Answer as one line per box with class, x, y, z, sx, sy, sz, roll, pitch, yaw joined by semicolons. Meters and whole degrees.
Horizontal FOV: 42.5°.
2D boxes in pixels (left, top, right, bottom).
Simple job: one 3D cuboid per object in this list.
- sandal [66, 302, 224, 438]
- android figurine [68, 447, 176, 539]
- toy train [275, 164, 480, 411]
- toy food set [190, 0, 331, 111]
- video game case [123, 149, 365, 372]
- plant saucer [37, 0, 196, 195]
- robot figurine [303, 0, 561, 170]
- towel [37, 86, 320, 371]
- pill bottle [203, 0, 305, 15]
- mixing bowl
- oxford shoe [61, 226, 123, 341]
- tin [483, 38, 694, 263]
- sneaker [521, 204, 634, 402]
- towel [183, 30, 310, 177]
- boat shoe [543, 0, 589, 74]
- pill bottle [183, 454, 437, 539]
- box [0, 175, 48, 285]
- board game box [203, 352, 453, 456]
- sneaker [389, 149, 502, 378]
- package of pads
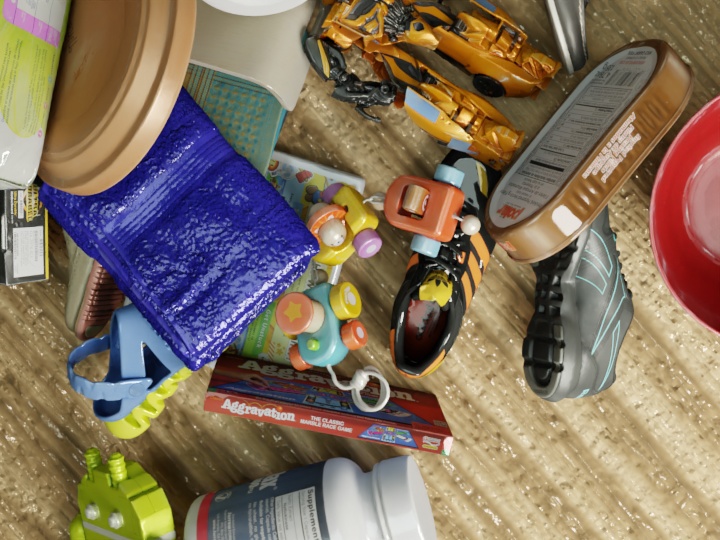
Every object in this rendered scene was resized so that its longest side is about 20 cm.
sandal;-0.171;0.053;0.771;0.201;0.080;0.087;-50;133;7
android figurine;-0.203;0.254;0.815;0.180;0.041;0.204;0;103;48
toy train;0.000;0.000;0.728;0.149;0.055;0.203;24;94;38
toy food set;-0.126;-0.224;0.761;0.197;0.061;0.146;17;74;8
video game case;-0.107;-0.011;0.819;0.179;0.023;0.204;18;99;5
plant saucer;-0.193;-0.157;0.671;0.198;0.032;0.204;-13;70;39
robot figurine;0.054;-0.177;0.738;0.198;0.058;0.147;31;75;-7
towel;-0.144;-0.041;0.719;0.148;0.050;0.200;-44;84;3
pill bottle;-0.085;-0.306;0.697;0.109;0.111;0.204;-11;71;8
mixing bowl;0.315;-0.048;0.717;0.196;0.108;0.204;1;99;7
oxford shoe;-0.234;-0.042;0.811;0.072;0.071;0.204;13;89;8
tin;0.172;-0.095;0.717;0.042;0.112;0.201;39;90;-16
sneaker;0.184;0.007;0.771;0.078;0.075;0.204;6;92;-24
towel;-0.150;-0.163;0.779;0.196;0.022;0.149;17;73;6
boat shoe;0.162;-0.261;0.729;0.056;0.067;0.204;-14;92;13
pill bottle;-0.039;0.228;0.794;0.197;0.120;0.122;-17;95;9
box;-0.354;-0.079;0.794;0.197;0.049;0.163;6;100;29
board game box;-0.027;0.108;0.766;0.196;0.103;0.020;12;100;-6
sneaker;0.072;-0.005;0.762;0.069;0.090;0.204;17;100;4
package of pads;-0.285;-0.158;0.678;0.152;0.068;0.204;2;79;36
